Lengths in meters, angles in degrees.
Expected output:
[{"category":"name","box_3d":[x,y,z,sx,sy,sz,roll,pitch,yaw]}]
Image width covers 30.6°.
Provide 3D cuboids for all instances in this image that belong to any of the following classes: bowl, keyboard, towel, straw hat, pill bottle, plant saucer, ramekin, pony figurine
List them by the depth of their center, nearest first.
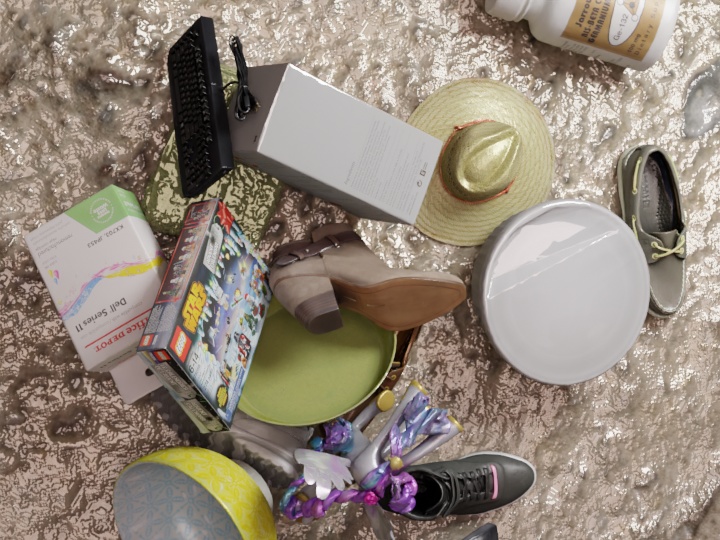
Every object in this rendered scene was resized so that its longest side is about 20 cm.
[{"category":"pony figurine","box_3d":[0.008,0.207,1.351,0.200,0.193,0.167,-42,103,-9]},{"category":"keyboard","box_3d":[-0.157,-0.183,1.371,0.020,0.127,0.202,20,48,-43]},{"category":"bowl","box_3d":[-0.154,0.262,1.390,0.107,0.199,0.202,-34,96,-45]},{"category":"plant saucer","box_3d":[-0.058,0.091,1.411,0.197,0.031,0.202,-6,48,6]},{"category":"towel","box_3d":[-0.147,-0.121,1.446,0.147,0.036,0.202,19,85,-10]},{"category":"ramekin","box_3d":[0.214,0.018,1.466,0.200,0.094,0.205,-2,99,-13]},{"category":"straw hat","box_3d":[0.138,-0.122,1.469,0.198,0.085,0.204,0,89,-9]},{"category":"pill bottle","box_3d":[0.247,-0.304,1.475,0.198,0.114,0.116,15,87,-9]}]

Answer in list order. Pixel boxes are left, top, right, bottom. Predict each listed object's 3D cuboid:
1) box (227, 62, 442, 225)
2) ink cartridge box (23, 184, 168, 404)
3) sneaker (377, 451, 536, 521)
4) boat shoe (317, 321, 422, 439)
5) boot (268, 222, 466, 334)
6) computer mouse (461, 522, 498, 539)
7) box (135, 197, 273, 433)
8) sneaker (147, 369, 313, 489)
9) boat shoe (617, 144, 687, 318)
[{"category":"box","box_3d":[-0.034,-0.132,1.393,0.198,0.124,0.099,23,85,-28]},{"category":"ink cartridge box","box_3d":[-0.253,0.028,1.378,0.116,0.067,0.202,-29,81,5]},{"category":"sneaker","box_3d":[0.110,0.243,1.456,0.197,0.099,0.072,-3,88,-11]},{"category":"boat shoe","box_3d":[0.013,0.103,1.455,0.071,0.068,0.202,29,85,-8]},{"category":"boot","box_3d":[0.000,0.000,1.420,0.197,0.147,0.071,-9,127,-11]},{"category":"computer mouse","box_3d":[0.079,0.350,1.444,0.199,0.139,0.053,-29,75,-19]},{"category":"box","box_3d":[-0.154,0.045,1.354,0.039,0.202,0.137,-8,136,26]},{"category":"sneaker","box_3d":[-0.143,0.157,1.440,0.199,0.075,0.082,35,51,-4]},{"category":"boat shoe","box_3d":[0.341,-0.045,1.516,0.071,0.060,0.205,-10,91,-9]}]
